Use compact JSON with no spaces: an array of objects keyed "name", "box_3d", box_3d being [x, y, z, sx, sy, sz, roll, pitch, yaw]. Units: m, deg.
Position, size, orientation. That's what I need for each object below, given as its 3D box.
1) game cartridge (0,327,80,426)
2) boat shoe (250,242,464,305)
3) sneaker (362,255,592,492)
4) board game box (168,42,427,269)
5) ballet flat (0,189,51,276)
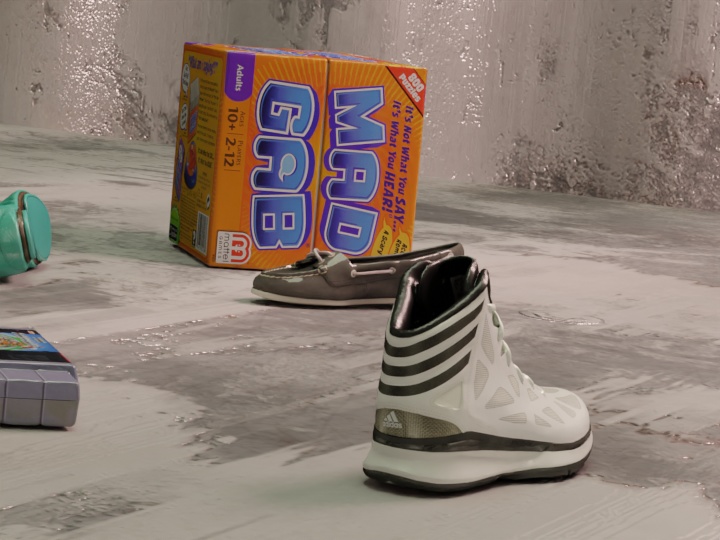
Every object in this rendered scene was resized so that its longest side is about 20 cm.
[{"name":"game cartridge","box_3d":[-0.237,0.055,1.326,0.128,0.039,0.200,-1,8,-18]},{"name":"boat shoe","box_3d":[0.000,0.000,1.945,0.198,0.058,0.067,3,7,-27]},{"name":"sneaker","box_3d":[0.074,0.050,1.244,0.075,0.117,0.200,9,6,31]},{"name":"board game box","box_3d":[-0.065,-0.110,2.238,0.198,0.202,0.200,3,7,-16]},{"name":"ballet flat","box_3d":[-0.302,-0.030,1.939,0.070,0.068,0.200,-9,4,-2]}]
